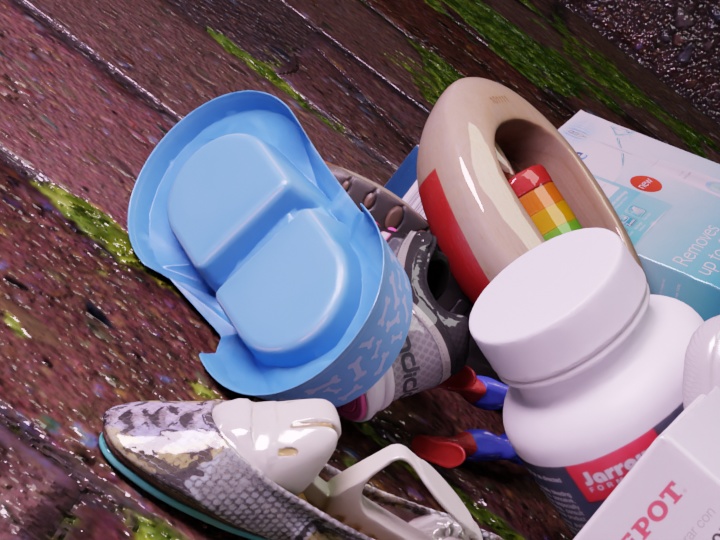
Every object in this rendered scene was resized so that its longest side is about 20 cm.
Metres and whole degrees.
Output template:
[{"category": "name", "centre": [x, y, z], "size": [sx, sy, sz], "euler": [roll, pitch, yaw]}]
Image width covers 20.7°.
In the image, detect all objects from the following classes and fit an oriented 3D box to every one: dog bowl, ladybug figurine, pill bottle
[{"category": "dog bowl", "centre": [-0.044, -0.008, 1.010], "size": [0.050, 0.111, 0.200], "euler": [39, 10, -48]}, {"category": "ladybug figurine", "centre": [0.096, -0.017, 1.147], "size": [0.136, 0.072, 0.200], "euler": [-11, 68, -53]}, {"category": "pill bottle", "centre": [0.144, 0.083, 1.028], "size": [0.200, 0.119, 0.120], "euler": [55, 10, -21]}]

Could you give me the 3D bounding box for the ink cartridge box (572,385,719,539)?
[{"category": "ink cartridge box", "centre": [0.184, 0.178, 0.907], "size": [0.200, 0.148, 0.086], "euler": [41, 26, 11]}]

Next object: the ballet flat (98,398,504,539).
[{"category": "ballet flat", "centre": [-0.015, 0.094, 0.860], "size": [0.200, 0.072, 0.072], "euler": [32, 18, -19]}]

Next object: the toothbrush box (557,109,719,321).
[{"category": "toothbrush box", "centre": [0.190, -0.009, 1.264], "size": [0.200, 0.085, 0.146], "euler": [24, 36, 23]}]

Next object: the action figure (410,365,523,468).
[{"category": "action figure", "centre": [0.123, 0.094, 1.117], "size": [0.099, 0.065, 0.200], "euler": [8, -3, 34]}]

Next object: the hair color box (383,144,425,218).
[{"category": "hair color box", "centre": [0.110, -0.009, 1.408], "size": [0.200, 0.061, 0.100], "euler": [23, 22, -40]}]

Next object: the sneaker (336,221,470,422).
[{"category": "sneaker", "centre": [0.000, 0.000, 1.078], "size": [0.087, 0.074, 0.200], "euler": [-10, 42, -19]}]

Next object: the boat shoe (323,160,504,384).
[{"category": "boat shoe", "centre": [0.031, 0.005, 1.202], "size": [0.200, 0.076, 0.074], "euler": [41, 9, -21]}]

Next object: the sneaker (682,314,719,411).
[{"category": "sneaker", "centre": [0.224, 0.111, 0.953], "size": [0.075, 0.088, 0.200], "euler": [-25, 96, -45]}]
